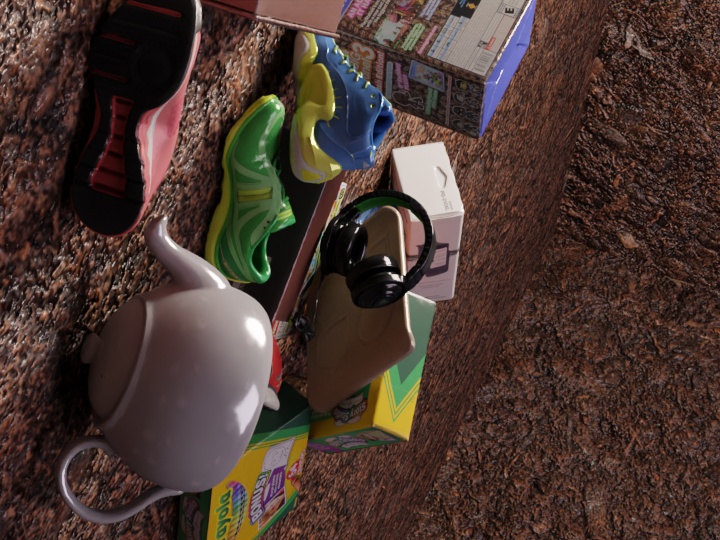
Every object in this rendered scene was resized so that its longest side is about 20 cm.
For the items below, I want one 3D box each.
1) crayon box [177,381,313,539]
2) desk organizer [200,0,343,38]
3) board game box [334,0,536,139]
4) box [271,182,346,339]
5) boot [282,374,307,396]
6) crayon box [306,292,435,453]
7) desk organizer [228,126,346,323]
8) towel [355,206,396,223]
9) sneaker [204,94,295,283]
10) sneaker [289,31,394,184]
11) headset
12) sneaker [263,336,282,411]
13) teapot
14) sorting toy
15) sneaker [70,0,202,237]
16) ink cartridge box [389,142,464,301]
[{"bbox_3d":[-0.144,0.260,1.464,0.172,0.058,0.202,-34,147,-41],"label":"crayon box"},{"bbox_3d":[-0.073,-0.256,1.033,0.200,0.071,0.078,-19,128,-71],"label":"desk organizer"},{"bbox_3d":[0.076,-0.264,1.336,0.160,0.198,0.097,-59,164,-29],"label":"board game box"},{"bbox_3d":[-0.079,-0.017,1.445,0.110,0.034,0.203,-8,118,-73],"label":"box"},{"bbox_3d":[-0.100,0.210,1.632,0.199,0.074,0.109,-16,129,-62],"label":"boot"},{"bbox_3d":[0.004,0.131,1.491,0.199,0.058,0.175,-23,-130,58],"label":"crayon box"},{"bbox_3d":[-0.083,-0.047,1.322,0.077,0.071,0.202,21,90,-78],"label":"desk organizer"},{"bbox_3d":[0.013,-0.005,1.774,0.112,0.048,0.202,-54,159,-48],"label":"towel"},{"bbox_3d":[-0.098,-0.079,1.191,0.074,0.083,0.202,-41,148,-60],"label":"sneaker"},{"bbox_3d":[-0.017,-0.177,1.209,0.076,0.103,0.203,86,5,-65],"label":"sneaker"},{"bbox_3d":[0.000,0.000,1.364,0.200,0.124,0.094,-41,153,-7],"label":"headset"},{"bbox_3d":[-0.126,0.096,1.299,0.200,0.076,0.086,74,28,-75],"label":"sneaker"},{"bbox_3d":[-0.177,0.095,1.044,0.198,0.144,0.202,-48,-147,41],"label":"teapot"},{"bbox_3d":[-0.002,0.049,1.439,0.185,0.036,0.202,-38,-135,37],"label":"sorting toy"},{"bbox_3d":[-0.171,-0.130,0.922,0.087,0.073,0.202,-67,178,-74],"label":"sneaker"},{"bbox_3d":[0.094,-0.069,1.787,0.201,0.083,0.146,92,-12,-51],"label":"ink cartridge box"}]
